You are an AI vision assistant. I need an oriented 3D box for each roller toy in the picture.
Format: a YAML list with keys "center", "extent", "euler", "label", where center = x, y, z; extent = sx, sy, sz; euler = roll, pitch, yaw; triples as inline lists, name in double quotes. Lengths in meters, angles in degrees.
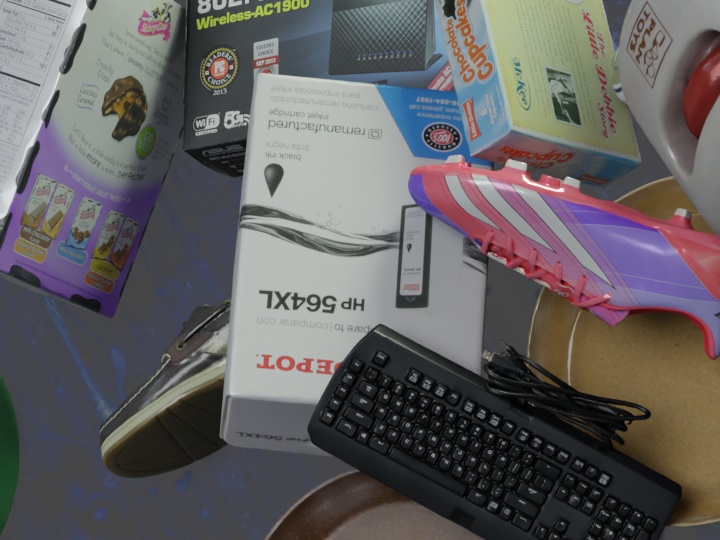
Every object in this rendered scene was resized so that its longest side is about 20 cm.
- center: [0.234, -0.111, 1.488]
  extent: [0.182, 0.200, 0.140]
  euler: [-35, 49, 7]
  label: "roller toy"

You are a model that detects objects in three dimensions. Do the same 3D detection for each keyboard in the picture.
- center: [0.078, 0.094, 1.522]
  extent: [0.199, 0.040, 0.104]
  euler: [27, 93, -4]
  label: "keyboard"

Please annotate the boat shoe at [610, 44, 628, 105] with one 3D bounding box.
- center: [0.184, -0.176, 1.571]
  extent: [0.062, 0.072, 0.200]
  euler: [28, 128, -4]
  label: "boat shoe"

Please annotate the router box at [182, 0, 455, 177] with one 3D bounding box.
- center: [-0.011, -0.149, 1.719]
  extent: [0.199, 0.062, 0.151]
  euler: [-9, 71, 27]
  label: "router box"

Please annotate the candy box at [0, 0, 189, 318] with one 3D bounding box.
- center: [-0.181, -0.088, 1.734]
  extent: [0.071, 0.168, 0.201]
  euler: [19, 85, 24]
  label: "candy box"

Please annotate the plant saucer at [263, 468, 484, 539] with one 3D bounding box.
- center: [0.018, 0.212, 1.618]
  extent: [0.199, 0.034, 0.201]
  euler: [-8, 73, 27]
  label: "plant saucer"

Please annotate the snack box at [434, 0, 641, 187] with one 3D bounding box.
- center: [0.093, -0.152, 1.627]
  extent: [0.037, 0.116, 0.201]
  euler: [-30, 62, 39]
  label: "snack box"

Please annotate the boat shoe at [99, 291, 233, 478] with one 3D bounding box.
- center: [-0.078, 0.049, 1.701]
  extent: [0.200, 0.072, 0.066]
  euler: [-36, 56, 10]
  label: "boat shoe"

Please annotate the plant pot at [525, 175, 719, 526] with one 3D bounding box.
- center: [0.187, 0.045, 1.573]
  extent: [0.199, 0.027, 0.201]
  euler: [-8, 73, 28]
  label: "plant pot"

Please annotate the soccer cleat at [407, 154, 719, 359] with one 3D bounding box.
- center: [0.118, -0.010, 1.547]
  extent: [0.199, 0.067, 0.077]
  euler: [15, 89, 7]
  label: "soccer cleat"

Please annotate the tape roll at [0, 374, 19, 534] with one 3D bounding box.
- center: [-0.314, 0.127, 1.823]
  extent: [0.199, 0.048, 0.202]
  euler: [-8, 72, 28]
  label: "tape roll"

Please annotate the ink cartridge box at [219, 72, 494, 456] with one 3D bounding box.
- center: [0.000, 0.000, 1.611]
  extent: [0.145, 0.084, 0.201]
  euler: [5, 67, -3]
  label: "ink cartridge box"
